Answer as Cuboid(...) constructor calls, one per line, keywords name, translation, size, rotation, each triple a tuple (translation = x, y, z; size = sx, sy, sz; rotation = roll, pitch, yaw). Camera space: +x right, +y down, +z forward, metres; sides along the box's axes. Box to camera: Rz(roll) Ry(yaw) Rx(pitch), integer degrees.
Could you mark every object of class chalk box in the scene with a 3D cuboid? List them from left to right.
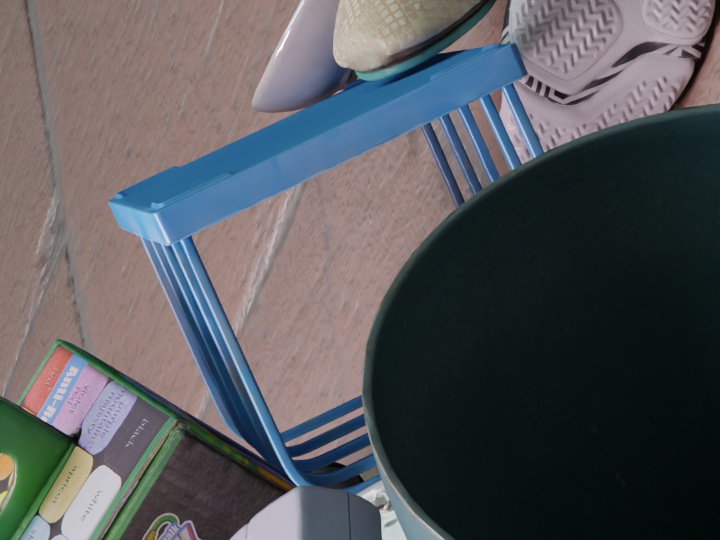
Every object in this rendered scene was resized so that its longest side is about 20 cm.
Cuboid(name="chalk box", translation=(-0.081, 0.114, 1.054), size=(0.125, 0.200, 0.124), rotation=(-57, 28, -4))

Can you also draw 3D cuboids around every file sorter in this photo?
Cuboid(name="file sorter", translation=(0.000, 0.000, 1.071), size=(0.123, 0.138, 0.200), rotation=(65, 173, -6))

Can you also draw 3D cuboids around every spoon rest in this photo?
Cuboid(name="spoon rest", translation=(0.003, -0.140, 1.210), size=(0.200, 0.060, 0.100), rotation=(-54, -6, -42))

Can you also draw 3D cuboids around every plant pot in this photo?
Cuboid(name="plant pot", translation=(0.109, 0.068, 0.772), size=(0.201, 0.199, 0.135), rotation=(-104, 1, -52))

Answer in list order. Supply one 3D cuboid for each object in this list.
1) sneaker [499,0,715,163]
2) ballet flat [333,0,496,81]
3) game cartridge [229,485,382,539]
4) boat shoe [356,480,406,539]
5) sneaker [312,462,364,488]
Cuboid(name="sneaker", translation=(0.094, -0.141, 1.082), size=(0.115, 0.075, 0.201), rotation=(-111, 34, -70))
Cuboid(name="ballet flat", translation=(0.029, -0.133, 1.129), size=(0.067, 0.063, 0.200), rotation=(-17, 15, 26))
Cuboid(name="game cartridge", translation=(-0.041, 0.160, 0.883), size=(0.200, 0.040, 0.134), rotation=(125, 148, -45))
Cuboid(name="boat shoe", translation=(0.048, 0.049, 0.946), size=(0.202, 0.075, 0.086), rotation=(-38, 75, 14))
Cuboid(name="sneaker", translation=(-0.055, 0.138, 1.302), size=(0.090, 0.070, 0.201), rotation=(-102, 29, -44))
